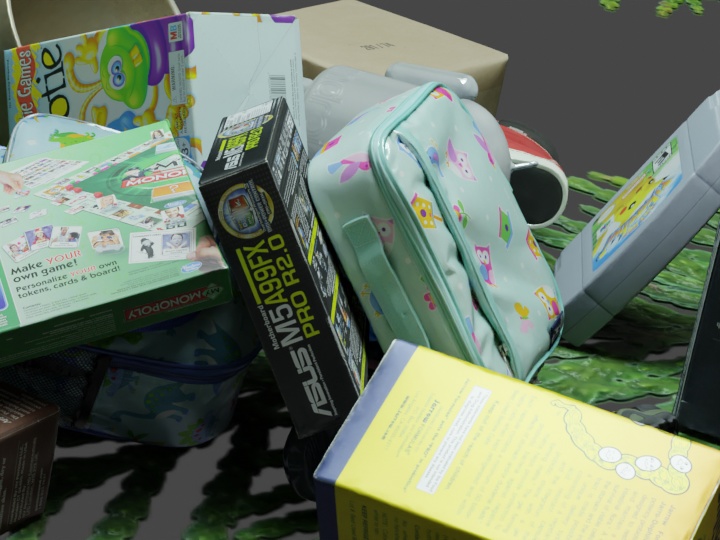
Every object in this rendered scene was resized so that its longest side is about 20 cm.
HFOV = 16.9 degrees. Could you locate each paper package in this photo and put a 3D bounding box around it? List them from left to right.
[{"bbox_3d":[-0.005,-0.148,2.048,0.190,0.104,0.200,24,26,30],"label":"paper package"}]

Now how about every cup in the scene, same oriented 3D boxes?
[{"bbox_3d":[-0.243,-0.151,1.848,0.143,0.201,0.200,-24,1,33],"label":"cup"}]

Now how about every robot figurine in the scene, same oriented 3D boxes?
[{"bbox_3d":[0.023,-0.078,1.740,0.199,0.113,0.170,16,64,20],"label":"robot figurine"}]

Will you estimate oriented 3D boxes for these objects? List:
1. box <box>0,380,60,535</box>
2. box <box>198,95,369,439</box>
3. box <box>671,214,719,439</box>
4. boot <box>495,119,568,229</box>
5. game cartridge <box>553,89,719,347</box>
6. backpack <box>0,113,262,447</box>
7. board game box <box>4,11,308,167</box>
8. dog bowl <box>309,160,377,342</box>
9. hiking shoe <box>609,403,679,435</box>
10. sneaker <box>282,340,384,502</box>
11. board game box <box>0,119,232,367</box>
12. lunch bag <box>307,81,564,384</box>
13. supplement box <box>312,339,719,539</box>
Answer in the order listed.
[{"bbox_3d":[-0.260,0.114,1.303,0.100,0.075,0.200,21,22,25],"label":"box"},{"bbox_3d":[-0.042,-0.007,1.448,0.044,0.161,0.200,-19,14,6],"label":"box"},{"bbox_3d":[0.317,0.006,1.685,0.123,0.198,0.200,20,23,18],"label":"box"},{"bbox_3d":[0.061,-0.097,1.884,0.199,0.073,0.144,18,17,-5],"label":"boot"},{"bbox_3d":[0.211,-0.039,1.762,0.040,0.200,0.133,38,19,-13],"label":"game cartridge"},{"bbox_3d":[-0.153,0.010,1.489,0.199,0.147,0.184,15,41,-13],"label":"backpack"},{"bbox_3d":[-0.142,-0.112,1.665,0.103,0.106,0.199,-3,-1,-44],"label":"board game box"},{"bbox_3d":[0.000,0.000,1.603,0.199,0.112,0.050,25,-8,-24],"label":"dog bowl"},{"bbox_3d":[0.114,0.111,1.489,0.100,0.076,0.199,31,30,35],"label":"hiking shoe"},{"bbox_3d":[-0.017,0.094,1.504,0.082,0.071,0.200,1,14,23],"label":"sneaker"},{"bbox_3d":[-0.185,-0.009,1.369,0.199,0.029,0.135,-16,45,-9],"label":"board game box"},{"bbox_3d":[0.050,-0.007,1.512,0.077,0.201,0.160,-23,10,25],"label":"lunch bag"},{"bbox_3d":[0.087,0.137,1.316,0.199,0.109,0.110,19,52,19],"label":"supplement box"}]
